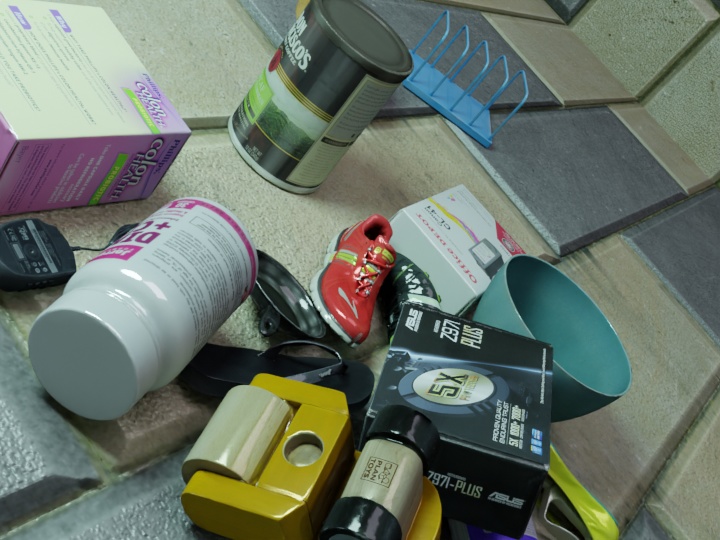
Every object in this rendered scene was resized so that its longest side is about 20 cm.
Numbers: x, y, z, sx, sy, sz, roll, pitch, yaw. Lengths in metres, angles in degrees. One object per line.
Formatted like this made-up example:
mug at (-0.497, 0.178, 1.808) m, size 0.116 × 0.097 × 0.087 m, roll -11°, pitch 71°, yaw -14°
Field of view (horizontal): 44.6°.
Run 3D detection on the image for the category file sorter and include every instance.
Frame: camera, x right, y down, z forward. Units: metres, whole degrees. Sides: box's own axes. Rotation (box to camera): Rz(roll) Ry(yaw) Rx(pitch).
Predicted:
file sorter at (0.191, -0.352, 1.593) m, size 0.199 × 0.123 × 0.140 m, roll 33°, pitch 32°, yaw -17°

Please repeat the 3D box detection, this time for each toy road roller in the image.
toy road roller at (-0.033, 0.186, 0.701) m, size 0.197 × 0.148 × 0.123 m, roll 13°, pitch 44°, yaw 18°

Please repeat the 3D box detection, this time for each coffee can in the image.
coffee can at (-0.050, -0.215, 1.068) m, size 0.145 × 0.200 × 0.147 m, roll 29°, pitch 33°, yaw -21°

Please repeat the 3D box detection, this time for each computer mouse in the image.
computer mouse at (-0.250, -0.014, 0.766) m, size 0.059 × 0.034 × 0.199 m, roll 60°, pitch 27°, yaw 11°

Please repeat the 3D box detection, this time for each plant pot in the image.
plant pot at (0.203, 0.102, 1.043) m, size 0.198 × 0.135 × 0.202 m, roll 29°, pitch 33°, yaw -21°

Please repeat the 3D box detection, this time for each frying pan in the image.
frying pan at (-0.073, 0.045, 0.853) m, size 0.115 × 0.031 × 0.191 m, roll 42°, pitch 15°, yaw -29°

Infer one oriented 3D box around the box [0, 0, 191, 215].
box at (-0.293, -0.155, 0.816) m, size 0.177 × 0.097 × 0.199 m, roll 52°, pitch 33°, yaw 14°

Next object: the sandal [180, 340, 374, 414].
sandal at (-0.064, 0.092, 0.801) m, size 0.198 × 0.043 × 0.076 m, roll 9°, pitch 25°, yaw -36°

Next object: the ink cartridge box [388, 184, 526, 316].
ink cartridge box at (0.118, -0.020, 1.142) m, size 0.148 × 0.086 × 0.199 m, roll 49°, pitch 30°, yaw 9°

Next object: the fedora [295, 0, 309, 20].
fedora at (-0.037, -0.326, 1.334) m, size 0.199 × 0.082 × 0.203 m, roll 28°, pitch 40°, yaw -26°

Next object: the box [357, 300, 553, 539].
box at (0.093, 0.133, 0.837) m, size 0.161 × 0.087 × 0.201 m, roll 16°, pitch 30°, yaw 6°

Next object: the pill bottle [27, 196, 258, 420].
pill bottle at (-0.171, 0.026, 0.720) m, size 0.113 × 0.113 × 0.200 m, roll 41°, pitch 31°, yaw -4°

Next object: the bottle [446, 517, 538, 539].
bottle at (0.129, 0.260, 0.834) m, size 0.083 × 0.065 × 0.202 m, roll 16°, pitch 40°, yaw -29°

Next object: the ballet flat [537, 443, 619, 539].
ballet flat at (0.201, 0.236, 0.957) m, size 0.200 × 0.067 × 0.067 m, roll 47°, pitch 52°, yaw 3°

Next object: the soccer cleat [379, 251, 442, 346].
soccer cleat at (0.058, 0.060, 1.000) m, size 0.080 × 0.068 × 0.202 m, roll -9°, pitch 58°, yaw -38°

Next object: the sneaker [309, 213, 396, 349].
sneaker at (0.000, 0.000, 0.968) m, size 0.077 × 0.084 × 0.201 m, roll 42°, pitch 29°, yaw -24°
